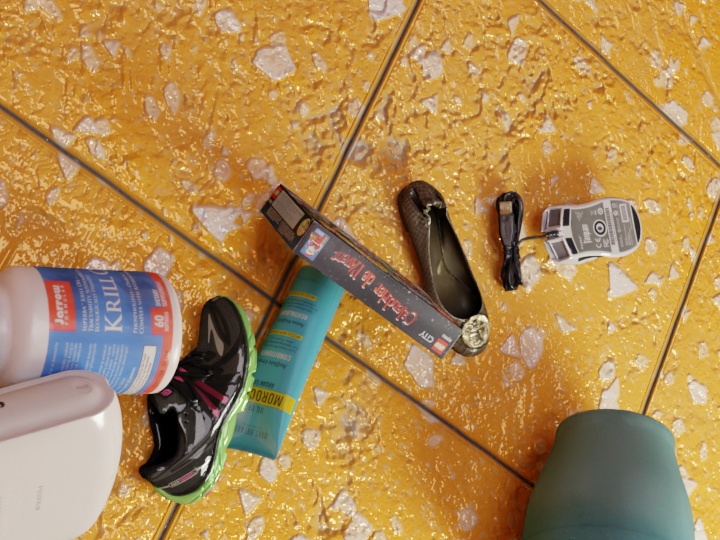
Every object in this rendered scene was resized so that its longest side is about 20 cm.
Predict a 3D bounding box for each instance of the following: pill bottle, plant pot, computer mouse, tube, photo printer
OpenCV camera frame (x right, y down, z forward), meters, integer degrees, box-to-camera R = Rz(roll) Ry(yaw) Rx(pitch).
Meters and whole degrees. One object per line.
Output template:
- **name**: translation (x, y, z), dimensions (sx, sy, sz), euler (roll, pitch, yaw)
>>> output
- **pill bottle**: translation (-0.267, 0.053, 1.316), dimensions (0.198, 0.112, 0.114), euler (2, 82, -34)
- **plant pot**: translation (0.268, 0.261, 1.612), dimensions (0.199, 0.199, 0.190), euler (28, 54, -28)
- **computer mouse**: translation (0.237, -0.039, 1.711), dimensions (0.198, 0.044, 0.111), euler (-5, 82, -29)
- **tube**: translation (-0.076, 0.092, 1.471), dimensions (0.050, 0.077, 0.202), euler (52, 54, -46)
- **photo printer**: translation (-0.295, 0.173, 1.262), dimensions (0.198, 0.069, 0.168), euler (-14, 135, -35)

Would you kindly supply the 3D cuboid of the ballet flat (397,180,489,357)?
- **ballet flat**: translation (0.095, -0.002, 1.606), dimensions (0.067, 0.046, 0.202), euler (-23, 97, -33)

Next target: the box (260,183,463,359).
- **box**: translation (0.000, 0.000, 1.488), dimensions (0.199, 0.137, 0.038), euler (36, 94, -25)

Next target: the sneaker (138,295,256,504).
- **sneaker**: translation (-0.155, 0.116, 1.405), dimensions (0.083, 0.076, 0.203), euler (24, 70, -33)
